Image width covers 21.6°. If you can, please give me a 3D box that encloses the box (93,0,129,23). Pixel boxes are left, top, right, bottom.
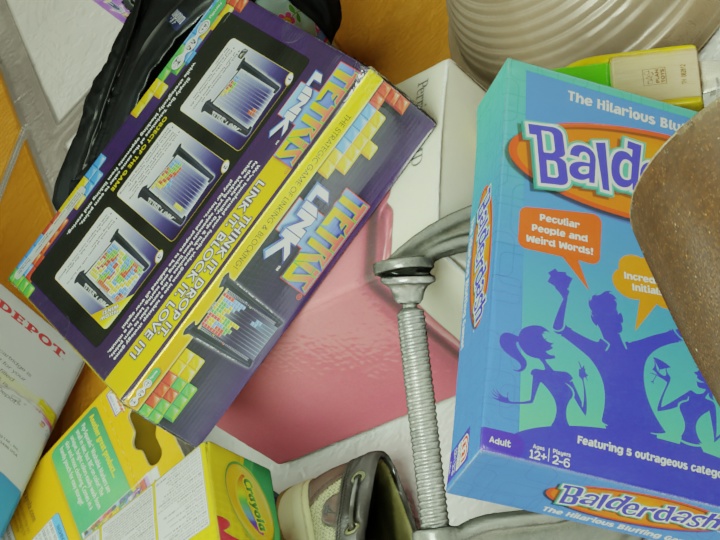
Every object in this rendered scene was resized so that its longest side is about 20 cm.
[{"bbox_3d":[-0.103,-0.268,1.373,0.199,0.039,0.137,-13,53,41],"label":"box"}]

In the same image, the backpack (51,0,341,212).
[{"bbox_3d":[-0.098,-0.093,1.160,0.167,0.126,0.201,-1,61,60],"label":"backpack"}]

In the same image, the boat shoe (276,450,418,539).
[{"bbox_3d":[0.013,0.161,0.879,0.065,0.073,0.200,-41,43,15],"label":"boat shoe"}]

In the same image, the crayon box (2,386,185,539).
[{"bbox_3d":[-0.161,0.163,1.087,0.200,0.052,0.126,-47,37,10],"label":"crayon box"}]

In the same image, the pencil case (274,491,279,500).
[{"bbox_3d":[-0.054,0.195,0.912,0.200,0.092,0.085,-112,25,-50],"label":"pencil case"}]

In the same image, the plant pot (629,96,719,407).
[{"bbox_3d":[0.214,0.043,0.691,0.187,0.187,0.201,-29,59,30],"label":"plant pot"}]

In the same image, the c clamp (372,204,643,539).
[{"bbox_3d":[0.051,0.063,0.848,0.170,0.027,0.201,-1,81,-1],"label":"c clamp"}]

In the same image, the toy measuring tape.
[{"bbox_3d":[0.159,-0.073,0.919,0.199,0.074,0.074,-6,53,11],"label":"toy measuring tape"}]

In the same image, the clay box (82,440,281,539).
[{"bbox_3d":[-0.079,0.189,0.834,0.115,0.048,0.201,-39,42,27],"label":"clay box"}]

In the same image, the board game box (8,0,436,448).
[{"bbox_3d":[-0.075,-0.033,0.963,0.200,0.057,0.165,-53,38,0],"label":"board game box"}]

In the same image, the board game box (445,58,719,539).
[{"bbox_3d":[0.120,0.015,0.815,0.045,0.151,0.201,120,160,-54],"label":"board game box"}]

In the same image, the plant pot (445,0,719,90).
[{"bbox_3d":[0.112,-0.184,1.030,0.200,0.093,0.202,-29,44,32],"label":"plant pot"}]

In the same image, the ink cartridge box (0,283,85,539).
[{"bbox_3d":[-0.284,0.098,1.136,0.146,0.147,0.200,-42,16,25],"label":"ink cartridge box"}]

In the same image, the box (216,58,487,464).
[{"bbox_3d":[0.000,0.000,0.991,0.200,0.109,0.128,-25,45,34],"label":"box"}]
